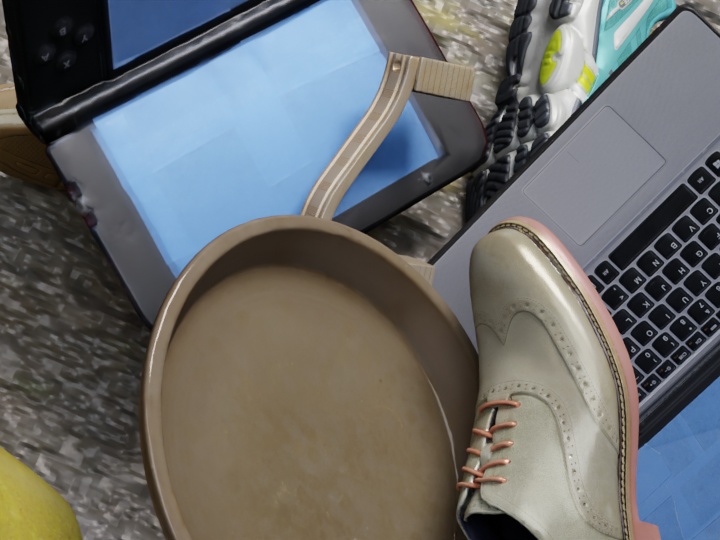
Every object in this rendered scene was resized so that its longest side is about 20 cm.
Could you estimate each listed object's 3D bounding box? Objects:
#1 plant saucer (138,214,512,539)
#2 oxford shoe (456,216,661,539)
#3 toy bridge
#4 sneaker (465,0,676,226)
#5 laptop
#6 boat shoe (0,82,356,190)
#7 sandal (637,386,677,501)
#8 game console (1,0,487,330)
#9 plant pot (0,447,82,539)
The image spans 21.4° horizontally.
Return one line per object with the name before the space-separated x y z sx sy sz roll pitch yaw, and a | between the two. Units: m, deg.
plant saucer | -0.015 0.076 0.794 0.199 0.029 0.202 20 59 -37
oxford shoe | 0.075 0.075 0.808 0.073 0.071 0.202 -8 77 -33
toy bridge | 0.000 0.000 0.867 0.067 0.027 0.202 8 98 -32
sneaker | 0.109 -0.067 0.937 0.079 0.077 0.202 23 77 -21
laptop | 0.146 0.029 0.826 0.200 0.116 0.187 42 110 -7
boat shoe | -0.088 -0.082 0.919 0.198 0.074 0.070 -1 69 -18
sandal | 0.200 0.034 0.905 0.079 0.087 0.201 34 79 5
game console | -0.042 -0.100 0.839 0.199 0.173 0.119 -31 59 -24
plant pot | -0.196 0.138 0.780 0.141 0.200 0.202 10 68 -30
